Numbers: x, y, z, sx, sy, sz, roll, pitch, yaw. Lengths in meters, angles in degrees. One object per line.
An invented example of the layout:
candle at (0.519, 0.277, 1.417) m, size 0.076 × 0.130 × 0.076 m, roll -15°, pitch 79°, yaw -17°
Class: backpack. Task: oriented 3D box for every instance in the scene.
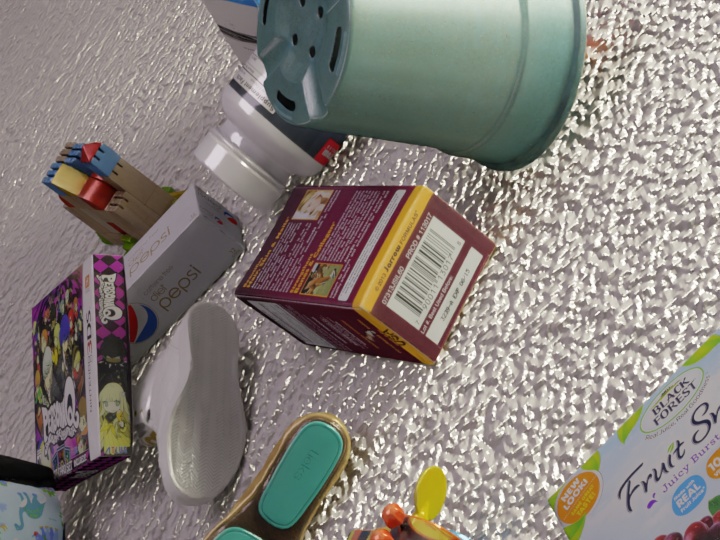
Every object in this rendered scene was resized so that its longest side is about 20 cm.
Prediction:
backpack at (-0.333, 0.260, 1.481) m, size 0.153 × 0.162 × 0.202 m, roll -7°, pitch 69°, yaw 46°

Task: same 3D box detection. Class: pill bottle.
pill bottle at (-0.060, -0.159, 1.591) m, size 0.200 × 0.119 × 0.120 m, roll -51°, pitch 28°, yaw 5°

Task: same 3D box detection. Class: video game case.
video game case at (-0.259, 0.098, 1.562) m, size 0.200 × 0.035 × 0.183 m, roll -30°, pitch 61°, yaw 60°

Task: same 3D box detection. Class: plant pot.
plant pot at (0.037, -0.182, 1.304) m, size 0.200 × 0.194 × 0.203 m, roll -3°, pitch 87°, yaw 59°

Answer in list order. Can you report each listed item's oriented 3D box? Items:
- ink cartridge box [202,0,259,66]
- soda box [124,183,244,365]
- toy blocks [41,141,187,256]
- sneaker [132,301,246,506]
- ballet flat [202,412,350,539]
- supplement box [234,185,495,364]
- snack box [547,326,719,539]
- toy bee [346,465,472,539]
ink cartridge box at (-0.077, -0.286, 1.665) m, size 0.084 × 0.200 × 0.147 m, roll 16°, pitch 66°, yaw 28°
soda box at (-0.204, 0.014, 1.672) m, size 0.200 × 0.063 × 0.068 m, roll -45°, pitch 28°, yaw 15°
toy blocks at (-0.273, -0.083, 1.810) m, size 0.199 × 0.136 × 0.101 m, roll 6°, pitch 63°, yaw 59°
sneaker at (-0.154, 0.137, 1.461) m, size 0.116 × 0.073 × 0.201 m, roll -48°, pitch 28°, yaw 39°
ballet flat at (-0.072, 0.196, 1.279) m, size 0.201 × 0.068 × 0.063 m, roll -52°, pitch 0°, yaw -4°
supplement box at (0.000, 0.000, 1.351) m, size 0.199 × 0.085 × 0.111 m, roll 4°, pitch 61°, yaw 58°
snack box at (0.208, 0.110, 0.941) m, size 0.200 × 0.053 × 0.142 m, roll -47°, pitch 27°, yaw 11°
toy bee at (0.037, 0.178, 1.066) m, size 0.199 × 0.108 × 0.132 m, roll -29°, pitch 34°, yaw 38°
